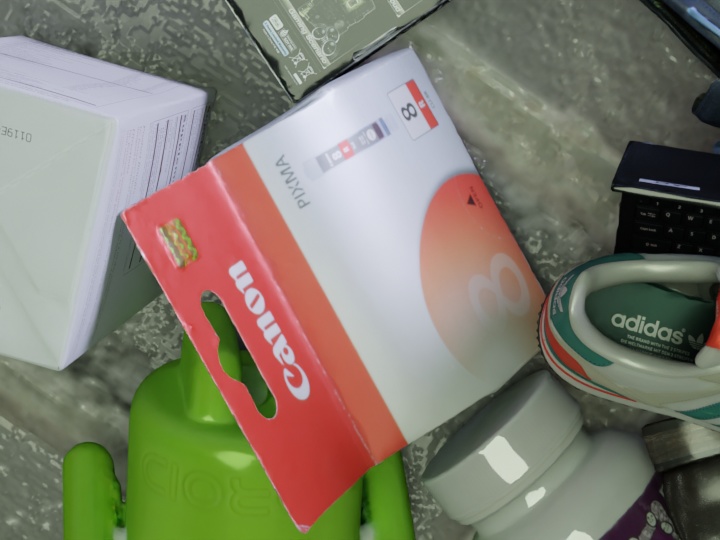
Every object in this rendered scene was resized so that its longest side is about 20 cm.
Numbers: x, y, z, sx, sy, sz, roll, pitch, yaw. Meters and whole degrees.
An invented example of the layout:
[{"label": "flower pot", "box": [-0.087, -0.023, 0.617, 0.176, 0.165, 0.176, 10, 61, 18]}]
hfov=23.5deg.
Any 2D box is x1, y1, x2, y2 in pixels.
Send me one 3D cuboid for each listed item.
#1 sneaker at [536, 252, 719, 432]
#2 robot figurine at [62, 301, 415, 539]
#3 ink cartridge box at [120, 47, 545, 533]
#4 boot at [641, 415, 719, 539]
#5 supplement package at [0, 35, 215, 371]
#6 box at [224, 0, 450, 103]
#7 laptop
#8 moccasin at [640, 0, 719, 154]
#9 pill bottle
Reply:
[{"label": "sneaker", "box": [0.169, 0.037, 0.715, 0.198, 0.093, 0.071, 13, 82, 9]}, {"label": "robot figurine", "box": [-0.057, 0.118, 0.847, 0.174, 0.116, 0.202, -1, 111, -13]}, {"label": "ink cartridge box", "box": [0.000, 0.000, 0.791, 0.050, 0.200, 0.163, -25, 97, 35]}, {"label": "boot", "box": [0.224, 0.137, 0.777, 0.198, 0.069, 0.176, -12, 82, 2]}, {"label": "supplement package", "box": [-0.148, -0.039, 0.798, 0.113, 0.200, 0.110, 16, 101, 5]}, {"label": "box", "box": [-0.020, -0.208, 0.833, 0.160, 0.044, 0.201, -34, 94, 11]}, {"label": "laptop", "box": [0.194, 0.010, 0.758, 0.176, 0.104, 0.201, 11, 140, 10]}, {"label": "moccasin", "box": [0.181, -0.092, 0.816, 0.068, 0.080, 0.200, -36, 82, -5]}, {"label": "pill bottle", "box": [0.124, 0.150, 0.843, 0.112, 0.112, 0.200, -41, 93, 12]}]
